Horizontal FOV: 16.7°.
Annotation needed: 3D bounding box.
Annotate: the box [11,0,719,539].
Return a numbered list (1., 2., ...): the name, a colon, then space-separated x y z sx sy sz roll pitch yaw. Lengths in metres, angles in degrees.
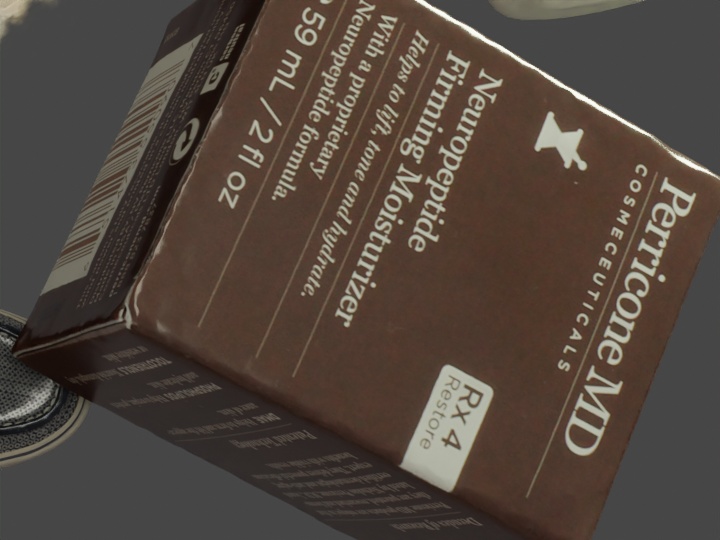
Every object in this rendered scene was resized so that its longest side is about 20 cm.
1. box: 0.000 0.000 0.957 0.200 0.164 0.166 28 74 -16

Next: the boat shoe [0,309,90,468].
1. boat shoe: -0.204 0.035 0.968 0.199 0.093 0.075 6 78 -9

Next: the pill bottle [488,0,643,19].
1. pill bottle: 0.087 -0.219 1.064 0.111 0.111 0.201 -11 81 -12
